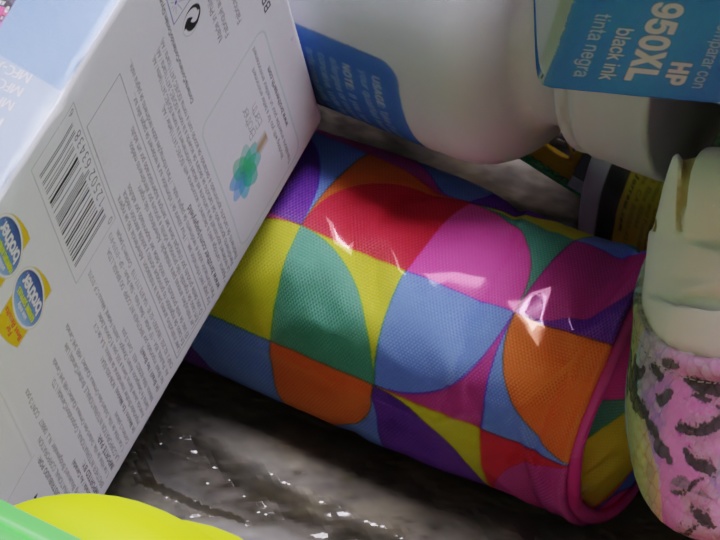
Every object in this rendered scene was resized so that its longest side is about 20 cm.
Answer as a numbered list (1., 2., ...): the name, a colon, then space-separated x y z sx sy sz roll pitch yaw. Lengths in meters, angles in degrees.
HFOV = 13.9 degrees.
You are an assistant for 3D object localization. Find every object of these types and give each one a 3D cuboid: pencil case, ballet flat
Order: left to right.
1. pencil case: 0.000 0.000 0.854 0.199 0.089 0.088 25 32 23
2. ballet flat: 0.114 -0.028 0.772 0.069 0.071 0.201 14 62 28

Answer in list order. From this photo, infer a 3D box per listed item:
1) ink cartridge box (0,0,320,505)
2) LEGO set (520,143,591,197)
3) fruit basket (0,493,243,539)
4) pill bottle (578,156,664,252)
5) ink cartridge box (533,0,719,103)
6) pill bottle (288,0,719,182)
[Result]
1. ink cartridge box: -0.094 -0.010 0.743 0.076 0.137 0.201 17 63 20
2. LEGO set: 0.098 -0.112 1.023 0.154 0.116 0.200 38 33 18
3. fruit basket: -0.082 0.109 0.618 0.215 0.156 0.216 27 -10 5
4. pill bottle: 0.159 0.014 0.843 0.111 0.112 0.200 -10 34 -30
5. ink cartridge box: 0.146 -0.115 0.739 0.198 0.084 0.145 5 57 -7
6. pill bottle: 0.015 -0.096 0.835 0.199 0.113 0.112 24 32 25
